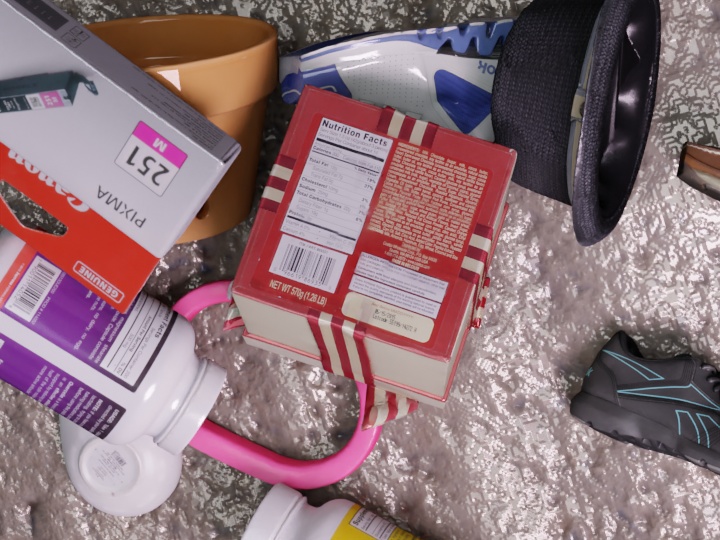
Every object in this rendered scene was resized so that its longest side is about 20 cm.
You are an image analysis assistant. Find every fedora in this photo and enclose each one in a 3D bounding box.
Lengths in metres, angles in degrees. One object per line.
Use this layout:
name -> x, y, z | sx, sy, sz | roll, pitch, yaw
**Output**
fedora -> 0.148, -0.122, 1.082 | 0.091, 0.200, 0.202 | 14, 97, 22

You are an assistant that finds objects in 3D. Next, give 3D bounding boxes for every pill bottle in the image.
pill bottle -> 0.004, 0.247, 1.168 | 0.199, 0.112, 0.113 | 27, 99, 9
pill bottle -> -0.205, 0.056, 1.154 | 0.200, 0.112, 0.113 | 33, 100, -11

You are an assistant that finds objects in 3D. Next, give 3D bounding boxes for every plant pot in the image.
plant pot -> -0.156, -0.105, 1.148 | 0.199, 0.200, 0.141 | 1, 111, 12

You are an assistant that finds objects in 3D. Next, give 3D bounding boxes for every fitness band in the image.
fitness band -> -0.075, 0.090, 1.212 | 0.199, 0.037, 0.144 | 24, 99, 11

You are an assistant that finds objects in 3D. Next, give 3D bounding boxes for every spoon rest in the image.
spoon rest -> -0.223, 0.112, 1.243 | 0.099, 0.061, 0.200 | -33, 100, 13

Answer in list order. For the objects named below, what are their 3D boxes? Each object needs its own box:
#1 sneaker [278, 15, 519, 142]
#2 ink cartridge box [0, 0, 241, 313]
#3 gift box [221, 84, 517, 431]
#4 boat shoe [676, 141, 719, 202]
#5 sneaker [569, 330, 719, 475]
sneaker -> 0.046, -0.122, 1.130 | 0.198, 0.081, 0.116 | -9, 100, -14
ink cartridge box -> -0.208, -0.077, 1.044 | 0.200, 0.044, 0.174 | 36, 119, -3
gift box -> 0.000, 0.000, 1.103 | 0.184, 0.187, 0.201 | 22, 78, 7
boat shoe -> 0.330, -0.067, 1.101 | 0.199, 0.076, 0.074 | 15, 92, 2
sneaker -> 0.249, 0.105, 1.109 | 0.199, 0.075, 0.080 | 20, 83, 29
